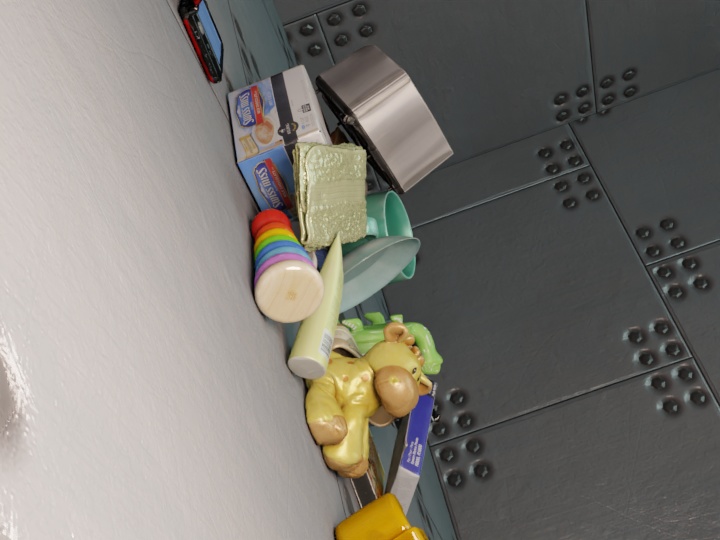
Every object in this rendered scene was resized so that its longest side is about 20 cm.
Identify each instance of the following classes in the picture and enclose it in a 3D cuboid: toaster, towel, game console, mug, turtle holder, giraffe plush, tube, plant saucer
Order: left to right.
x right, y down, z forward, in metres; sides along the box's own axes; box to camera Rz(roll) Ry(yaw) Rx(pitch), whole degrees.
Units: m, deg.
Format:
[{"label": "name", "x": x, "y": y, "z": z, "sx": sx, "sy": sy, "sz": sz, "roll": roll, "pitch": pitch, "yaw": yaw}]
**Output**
[{"label": "game console", "x": -0.196, "y": -0.395, "z": 1.432, "sx": 0.200, "sy": 0.118, "sz": 0.173, "roll": -102, "pitch": 171, "yaw": -60}, {"label": "tube", "x": -0.049, "y": 0.048, "z": 1.292, "sx": 0.052, "sy": 0.058, "sz": 0.201, "roll": 35, "pitch": 50, "yaw": -24}, {"label": "towel", "x": -0.038, "y": -0.104, "z": 1.359, "sx": 0.200, "sy": 0.036, "sz": 0.149, "roll": -14, "pitch": 103, "yaw": -66}, {"label": "plant saucer", "x": 0.000, "y": 0.000, "z": 1.496, "sx": 0.039, "sy": 0.201, "sz": 0.201, "roll": 54, "pitch": 0, "yaw": 15}, {"label": "mug", "x": 0.009, "y": -0.058, "z": 1.630, "sx": 0.185, "sy": 0.114, "sz": 0.152, "roll": 59, "pitch": 26, "yaw": -43}, {"label": "giraffe plush", "x": 0.014, "y": 0.160, "z": 1.322, "sx": 0.173, "sy": 0.162, "sz": 0.201, "roll": 63, "pitch": 9, "yaw": -62}, {"label": "turtle holder", "x": 0.023, "y": 0.136, "z": 1.563, "sx": 0.185, "sy": 0.141, "sz": 0.132, "roll": -4, "pitch": 91, "yaw": -44}, {"label": "toaster", "x": 0.035, "y": -0.232, "z": 1.517, "sx": 0.181, "sy": 0.118, "sz": 0.200, "roll": 53, "pitch": 2, "yaw": -34}]

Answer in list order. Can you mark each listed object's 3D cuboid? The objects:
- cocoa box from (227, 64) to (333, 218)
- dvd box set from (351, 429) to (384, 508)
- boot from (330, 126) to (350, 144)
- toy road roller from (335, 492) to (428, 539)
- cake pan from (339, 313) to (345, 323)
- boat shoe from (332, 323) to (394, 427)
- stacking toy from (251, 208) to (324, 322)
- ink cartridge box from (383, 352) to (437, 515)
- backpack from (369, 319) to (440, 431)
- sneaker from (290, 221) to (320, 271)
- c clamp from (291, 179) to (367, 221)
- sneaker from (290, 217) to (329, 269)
[{"label": "cocoa box", "x": -0.114, "y": -0.192, "z": 1.486, "sx": 0.200, "sy": 0.131, "sz": 0.134, "roll": -105, "pitch": 174, "yaw": -48}, {"label": "dvd box set", "x": 0.000, "y": 0.284, "z": 1.526, "sx": 0.200, "sy": 0.029, "sz": 0.147, "roll": -53, "pitch": 124, "yaw": -85}, {"label": "boot", "x": -0.082, "y": -0.161, "z": 1.617, "sx": 0.074, "sy": 0.154, "sz": 0.200, "roll": 57, "pitch": 12, "yaw": -17}, {"label": "toy road roller", "x": 0.031, "y": 0.333, "z": 1.118, "sx": 0.146, "sy": 0.123, "sz": 0.200, "roll": 57, "pitch": -2, "yaw": 20}, {"label": "cake pan", "x": -0.043, "y": 0.114, "z": 1.700, "sx": 0.200, "sy": 0.037, "sz": 0.201, "roll": -19, "pitch": 90, "yaw": -86}, {"label": "boat shoe", "x": -0.001, "y": 0.169, "z": 1.452, "sx": 0.200, "sy": 0.072, "sz": 0.065, "roll": 60, "pitch": 2, "yaw": -30}, {"label": "stacking toy", "x": -0.103, "y": -0.021, "z": 1.249, "sx": 0.200, "sy": 0.085, "sz": 0.086, "roll": -111, "pitch": 180, "yaw": -56}, {"label": "ink cartridge box", "x": 0.078, "y": 0.263, "z": 1.488, "sx": 0.200, "sy": 0.040, "sz": 0.201, "roll": -73, "pitch": 177, "yaw": -50}, {"label": "backpack", "x": 0.054, "y": 0.192, "z": 1.826, "sx": 0.178, "sy": 0.150, "sz": 0.201, "roll": -177, "pitch": -103, "yaw": -86}, {"label": "sneaker", "x": -0.082, "y": 0.017, "z": 1.366, "sx": 0.200, "sy": 0.070, "sz": 0.099, "roll": -101, "pitch": 172, "yaw": -61}, {"label": "c clamp", "x": -0.056, "y": -0.102, "z": 1.609, "sx": 0.027, "sy": 0.200, "sz": 0.171, "roll": 47, "pitch": 41, "yaw": -21}, {"label": "sneaker", "x": -0.069, "y": -0.048, "z": 1.690, "sx": 0.076, "sy": 0.077, "sz": 0.200, "roll": 33, "pitch": 26, "yaw": -44}]
